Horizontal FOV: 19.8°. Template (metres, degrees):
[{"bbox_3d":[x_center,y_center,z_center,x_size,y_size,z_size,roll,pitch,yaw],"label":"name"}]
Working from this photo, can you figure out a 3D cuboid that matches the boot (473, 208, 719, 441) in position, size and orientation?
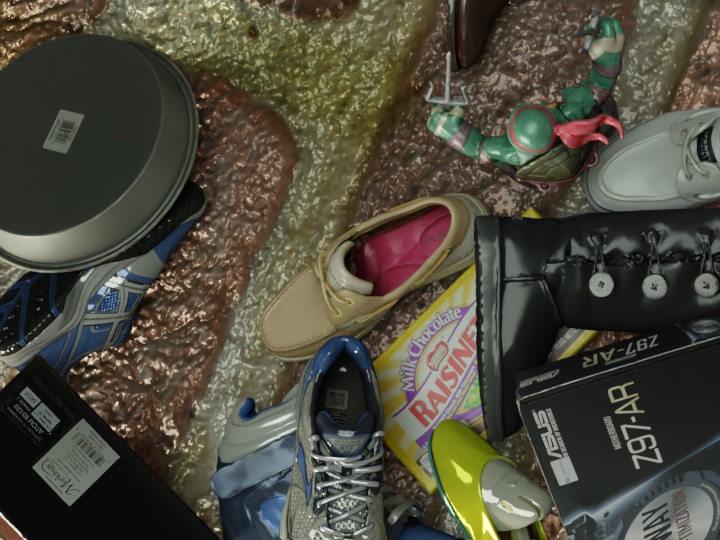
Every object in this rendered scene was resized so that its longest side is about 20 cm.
[{"bbox_3d":[0.182,0.038,1.454,0.199,0.066,0.166,-2,100,0],"label":"boot"}]

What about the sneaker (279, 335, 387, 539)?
[{"bbox_3d":[-0.017,0.136,1.430,0.077,0.085,0.201,0,64,-8],"label":"sneaker"}]

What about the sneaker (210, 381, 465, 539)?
[{"bbox_3d":[-0.012,0.150,1.502,0.199,0.081,0.147,1,90,20],"label":"sneaker"}]

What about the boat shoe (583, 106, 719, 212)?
[{"bbox_3d":[0.251,-0.088,1.461,0.199,0.067,0.074,-18,82,12],"label":"boat shoe"}]

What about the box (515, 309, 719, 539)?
[{"bbox_3d":[0.213,0.141,1.422,0.159,0.044,0.201,-17,110,12],"label":"box"}]

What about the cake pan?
[{"bbox_3d":[-0.219,-0.096,1.558,0.199,0.037,0.201,-9,62,17],"label":"cake pan"}]

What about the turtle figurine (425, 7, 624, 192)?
[{"bbox_3d":[0.123,-0.105,1.425,0.149,0.200,0.101,-18,82,12],"label":"turtle figurine"}]

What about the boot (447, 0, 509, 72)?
[{"bbox_3d":[0.172,-0.217,1.498,0.199,0.064,0.187,14,91,10],"label":"boot"}]

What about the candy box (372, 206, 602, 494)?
[{"bbox_3d":[0.089,0.059,1.512,0.200,0.026,0.102,-45,75,7],"label":"candy box"}]

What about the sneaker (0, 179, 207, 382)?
[{"bbox_3d":[-0.194,0.006,1.570,0.200,0.077,0.076,-41,44,-7],"label":"sneaker"}]

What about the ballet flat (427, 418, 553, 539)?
[{"bbox_3d":[0.116,0.192,1.463,0.067,0.067,0.201,-22,92,43],"label":"ballet flat"}]

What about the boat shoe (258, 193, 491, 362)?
[{"bbox_3d":[0.000,0.000,1.507,0.200,0.069,0.074,-33,71,17],"label":"boat shoe"}]

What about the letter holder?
[{"bbox_3d":[-0.212,0.174,1.525,0.200,0.142,0.101,46,73,-5],"label":"letter holder"}]
